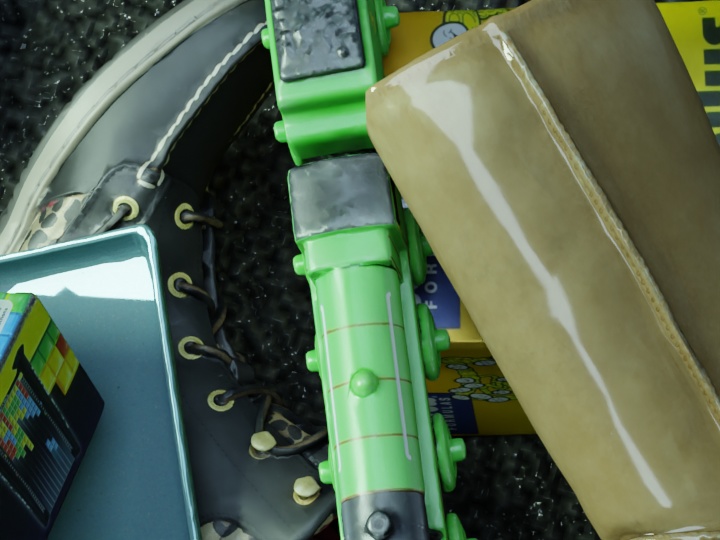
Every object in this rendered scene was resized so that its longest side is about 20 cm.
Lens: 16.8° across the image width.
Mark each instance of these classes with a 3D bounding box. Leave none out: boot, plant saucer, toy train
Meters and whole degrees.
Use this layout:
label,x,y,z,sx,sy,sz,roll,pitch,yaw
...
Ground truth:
label,x,y,z,sx,sy,sz,roll,pitch,yaw
boot,0.052,0.038,0.637,0.175,0.066,0.200,-26,88,-38
plant saucer,-0.075,0.091,0.724,0.070,0.019,0.201,-11,82,20
toy train,0.000,0.000,0.675,0.042,0.056,0.201,-10,72,5
boot,-0.049,0.022,0.764,0.151,0.073,0.200,41,93,17

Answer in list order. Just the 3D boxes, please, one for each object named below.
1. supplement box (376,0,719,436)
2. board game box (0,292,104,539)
label,x,y,z,sx,sy,sz,roll,pitch,yaw
supplement box,0.105,-0.015,0.756,0.199,0.110,0.109,-2,72,5
board game box,-0.184,0.096,0.675,0.165,0.057,0.200,2,51,27
